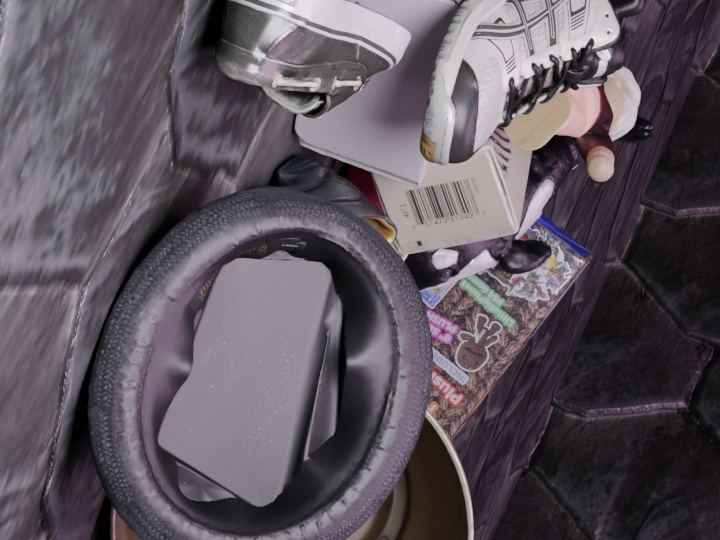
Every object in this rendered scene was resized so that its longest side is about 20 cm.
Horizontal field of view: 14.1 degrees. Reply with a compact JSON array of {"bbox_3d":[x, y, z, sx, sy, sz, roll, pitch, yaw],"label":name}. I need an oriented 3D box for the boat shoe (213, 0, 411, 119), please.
[{"bbox_3d":[-0.031,-0.113,1.489,0.064,0.071,0.200,-70,162,4],"label":"boat shoe"}]

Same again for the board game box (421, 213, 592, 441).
[{"bbox_3d":[0.061,0.040,2.003,0.200,0.097,0.159,-53,176,5],"label":"board game box"}]

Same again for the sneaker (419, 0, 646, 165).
[{"bbox_3d":[0.101,-0.126,1.623,0.200,0.088,0.076,-57,166,-37],"label":"sneaker"}]

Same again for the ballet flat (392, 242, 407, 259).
[{"bbox_3d":[0.000,0.000,1.798,0.200,0.072,0.072,-69,177,-69],"label":"ballet flat"}]

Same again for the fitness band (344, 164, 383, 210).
[{"bbox_3d":[0.018,-0.059,1.973,0.144,0.037,0.200,-53,161,-49],"label":"fitness band"}]

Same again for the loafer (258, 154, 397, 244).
[{"bbox_3d":[-0.036,-0.009,1.654,0.200,0.072,0.073,-51,161,-60],"label":"loafer"}]

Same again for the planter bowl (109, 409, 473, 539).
[{"bbox_3d":[-0.033,0.134,1.650,0.135,0.200,0.200,-56,167,-83],"label":"planter bowl"}]

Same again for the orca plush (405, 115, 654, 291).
[{"bbox_3d":[0.101,-0.061,1.878,0.200,0.105,0.071,-22,153,-14],"label":"orca plush"}]

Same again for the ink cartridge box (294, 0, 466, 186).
[{"bbox_3d":[0.044,-0.170,1.719,0.200,0.086,0.146,-60,168,-45],"label":"ink cartridge box"}]

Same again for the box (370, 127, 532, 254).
[{"bbox_3d":[0.064,-0.098,1.815,0.200,0.082,0.068,-79,153,-54],"label":"box"}]

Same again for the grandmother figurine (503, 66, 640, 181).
[{"bbox_3d":[0.126,-0.110,1.787,0.200,0.061,0.121,8,71,-71],"label":"grandmother figurine"}]

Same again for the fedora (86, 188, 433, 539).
[{"bbox_3d":[-0.061,0.056,1.511,0.201,0.201,0.092,-68,-159,-5],"label":"fedora"}]
